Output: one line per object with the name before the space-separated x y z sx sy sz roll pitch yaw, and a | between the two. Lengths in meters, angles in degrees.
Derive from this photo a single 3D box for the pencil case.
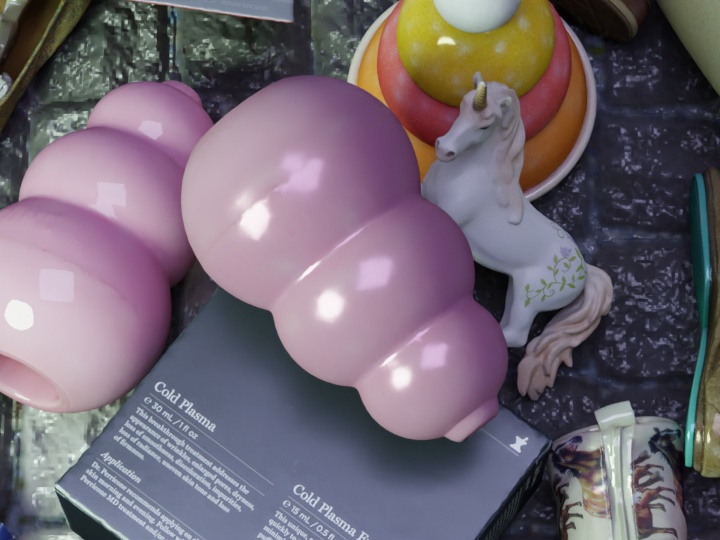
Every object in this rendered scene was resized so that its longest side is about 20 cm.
pencil case | 0.145 0.176 1.383 0.078 0.089 0.200 -3 71 -4

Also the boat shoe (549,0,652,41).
boat shoe | 0.101 -0.218 1.520 0.068 0.072 0.200 -43 75 -11

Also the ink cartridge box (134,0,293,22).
ink cartridge box | -0.134 -0.190 1.468 0.200 0.044 0.174 8 42 -7

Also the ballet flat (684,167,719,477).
ballet flat | 0.217 0.028 1.426 0.072 0.068 0.200 2 50 5

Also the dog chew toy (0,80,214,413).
dog chew toy | -0.144 -0.021 1.431 0.124 0.125 0.200 25 66 7

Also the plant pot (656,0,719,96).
plant pot | 0.258 -0.154 1.461 0.187 0.187 0.200 -41 62 -13

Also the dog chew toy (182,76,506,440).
dog chew toy | 0.000 0.000 1.312 0.124 0.125 0.200 -37 84 -12

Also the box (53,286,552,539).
box | -0.030 0.117 1.391 0.200 0.104 0.182 36 75 10

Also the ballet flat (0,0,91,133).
ballet flat | -0.204 -0.149 1.497 0.071 0.071 0.200 24 73 7

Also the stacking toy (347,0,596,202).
stacking toy | 0.067 -0.127 1.422 0.146 0.200 0.146 0 72 -1

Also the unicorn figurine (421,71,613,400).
unicorn figurine | 0.065 -0.023 1.411 0.137 0.200 0.074 -42 38 13

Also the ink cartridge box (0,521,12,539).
ink cartridge box | -0.281 0.149 1.413 0.200 0.042 0.119 36 75 9
